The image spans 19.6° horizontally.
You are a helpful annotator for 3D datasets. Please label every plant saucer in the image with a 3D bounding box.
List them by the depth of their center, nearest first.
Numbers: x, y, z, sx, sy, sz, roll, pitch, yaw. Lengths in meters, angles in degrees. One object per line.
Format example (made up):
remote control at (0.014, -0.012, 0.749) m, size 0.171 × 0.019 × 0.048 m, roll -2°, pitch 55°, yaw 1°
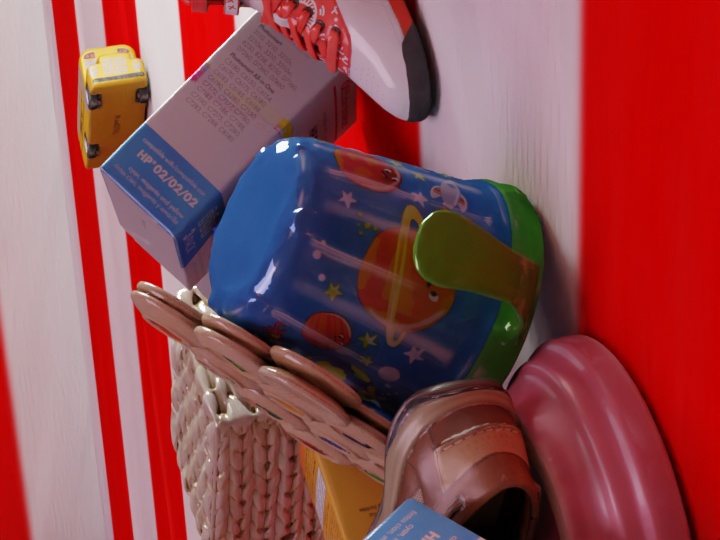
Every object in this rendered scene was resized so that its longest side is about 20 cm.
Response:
plant saucer at (0.100, 0.133, 0.986) m, size 0.200 × 0.050 × 0.202 m, roll 170°, pitch 90°, yaw -76°

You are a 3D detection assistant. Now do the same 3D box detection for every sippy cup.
sippy cup at (0.000, 0.000, 1.027) m, size 0.178 × 0.130 × 0.140 m, roll -48°, pitch 31°, yaw 36°

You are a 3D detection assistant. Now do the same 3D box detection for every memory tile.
memory tile at (-0.022, 0.073, 1.056) m, size 0.153 × 0.017 × 0.200 m, roll 23°, pitch 166°, yaw 39°

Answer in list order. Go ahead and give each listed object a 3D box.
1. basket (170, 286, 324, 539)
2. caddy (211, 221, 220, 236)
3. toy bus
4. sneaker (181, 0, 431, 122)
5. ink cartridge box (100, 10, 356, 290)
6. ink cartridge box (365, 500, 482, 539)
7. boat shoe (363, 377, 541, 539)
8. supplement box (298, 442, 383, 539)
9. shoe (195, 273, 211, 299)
basket at (-0.065, 0.100, 1.487) m, size 0.201 × 0.122 × 0.136 m, roll 99°, pitch 156°, yaw -51°
caddy at (-0.003, 0.013, 1.218) m, size 0.142 × 0.105 × 0.200 m, roll 65°, pitch 170°, yaw -30°
toy bus at (-0.271, -0.180, 2.269) m, size 0.200 × 0.065 × 0.079 m, roll 107°, pitch 152°, yaw -63°
sneaker at (-0.042, -0.154, 1.204) m, size 0.067 × 0.107 × 0.202 m, roll 101°, pitch 147°, yaw -59°
ink cartridge box at (-0.064, -0.094, 1.291) m, size 0.068 × 0.200 × 0.115 m, roll 41°, pitch 168°, yaw 10°
ink cartridge box at (0.077, 0.196, 0.861) m, size 0.199 × 0.068 × 0.116 m, roll 26°, pitch 135°, yaw 31°
boat shoe at (0.042, 0.142, 0.970) m, size 0.074 × 0.075 × 0.201 m, roll -120°, pitch 24°, yaw -43°
supplement box at (0.015, 0.174, 1.334) m, size 0.069 × 0.066 × 0.201 m, roll 96°, pitch 160°, yaw -49°
shoe at (-0.019, 0.018, 1.363) m, size 0.200 × 0.091 × 0.072 m, roll 36°, pitch 157°, yaw 28°
